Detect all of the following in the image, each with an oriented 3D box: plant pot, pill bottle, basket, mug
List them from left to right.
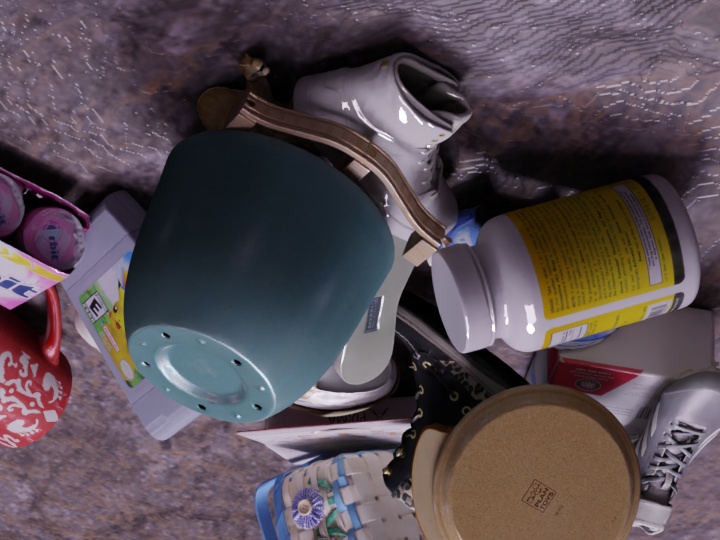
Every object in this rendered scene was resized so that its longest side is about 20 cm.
[{"bbox_3d":[-0.353,0.076,1.821,0.176,0.135,0.200,-11,147,27],"label":"mug"},{"bbox_3d":[-0.094,0.018,1.516,0.199,0.162,0.201,18,148,12],"label":"plant pot"},{"bbox_3d":[-0.027,0.265,1.933,0.138,0.178,0.200,-4,156,-38],"label":"basket"},{"bbox_3d":[0.163,-0.001,1.568,0.198,0.113,0.113,-15,149,-11],"label":"pill bottle"}]

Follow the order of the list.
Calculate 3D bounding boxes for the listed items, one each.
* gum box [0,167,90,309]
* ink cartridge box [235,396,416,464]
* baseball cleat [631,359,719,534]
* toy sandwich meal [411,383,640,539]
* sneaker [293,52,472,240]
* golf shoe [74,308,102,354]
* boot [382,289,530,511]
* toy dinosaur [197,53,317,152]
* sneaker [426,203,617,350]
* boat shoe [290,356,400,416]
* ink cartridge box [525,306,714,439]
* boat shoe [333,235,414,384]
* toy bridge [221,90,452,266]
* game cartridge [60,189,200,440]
[{"bbox_3d":[-0.339,-0.044,1.667,0.199,0.067,0.113,29,150,-28],"label":"gum box"},{"bbox_3d":[-0.001,0.149,1.907,0.198,0.045,0.176,-5,162,17],"label":"ink cartridge box"},{"bbox_3d":[0.276,0.168,1.718,0.069,0.107,0.201,16,143,-8],"label":"baseball cleat"},{"bbox_3d":[0.143,0.188,1.701,0.203,0.207,0.070,11,-171,-8],"label":"toy sandwich meal"},{"bbox_3d":[0.048,-0.094,1.539,0.115,0.074,0.200,-14,141,33],"label":"sneaker"},{"bbox_3d":[-0.171,0.061,1.774,0.199,0.075,0.092,29,134,9],"label":"golf shoe"},{"bbox_3d":[0.054,0.123,1.758,0.203,0.073,0.154,38,105,5],"label":"boot"},{"bbox_3d":[-0.091,-0.106,1.578,0.100,0.058,0.200,29,136,-7],"label":"toy dinosaur"},{"bbox_3d":[0.154,0.003,1.667,0.199,0.079,0.089,26,145,-27],"label":"sneaker"},{"bbox_3d":[-0.062,0.088,1.837,0.198,0.075,0.069,4,153,6],"label":"boat shoe"},{"bbox_3d":[0.232,0.110,1.812,0.146,0.086,0.201,9,148,-4],"label":"ink cartridge box"},{"bbox_3d":[0.001,0.000,1.681,0.069,0.072,0.203,-7,126,-29],"label":"boat shoe"},{"bbox_3d":[-0.009,-0.076,1.506,0.199,0.027,0.067,34,141,-14],"label":"toy bridge"},{"bbox_3d":[-0.188,0.038,1.700,0.040,0.201,0.133,-26,172,-46],"label":"game cartridge"}]
